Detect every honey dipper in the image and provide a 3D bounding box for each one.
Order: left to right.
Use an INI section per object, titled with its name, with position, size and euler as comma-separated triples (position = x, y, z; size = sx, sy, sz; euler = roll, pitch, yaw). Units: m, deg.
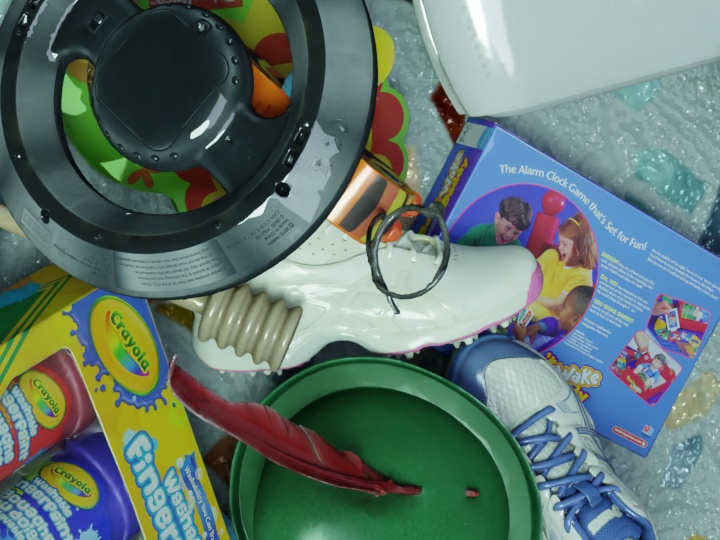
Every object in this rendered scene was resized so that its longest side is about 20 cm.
[honey dipper]
position = -0.128, -0.001, 0.723
size = 0.199, 0.038, 0.038
euler = 22, 94, 1

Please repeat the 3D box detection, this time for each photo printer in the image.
[photo printer]
position = 0.124, -0.184, 0.808
size = 0.199, 0.069, 0.168
euler = -16, 105, -15

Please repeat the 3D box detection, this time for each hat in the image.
[hat]
position = -0.013, 0.138, 0.671
size = 0.199, 0.176, 0.166
euler = 29, 104, 4

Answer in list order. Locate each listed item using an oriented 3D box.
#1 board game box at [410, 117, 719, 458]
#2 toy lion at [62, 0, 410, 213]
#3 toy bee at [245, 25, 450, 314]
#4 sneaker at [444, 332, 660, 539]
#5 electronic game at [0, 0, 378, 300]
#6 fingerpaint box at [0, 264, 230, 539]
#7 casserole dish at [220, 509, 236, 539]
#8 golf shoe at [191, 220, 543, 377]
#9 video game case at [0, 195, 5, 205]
[board game box]
position = 0.123, 0.013, 0.860
size = 0.199, 0.045, 0.135
euler = 28, 91, -21
[toy lion]
position = -0.070, -0.092, 0.774
size = 0.199, 0.069, 0.193
euler = -8, 110, -16
[toy bee]
position = -0.021, -0.046, 0.702
size = 0.130, 0.109, 0.201
euler = -31, 68, 17
[sneaker]
position = 0.122, 0.120, 0.776
size = 0.075, 0.088, 0.201
euler = -37, 102, -11
[electronic game]
position = -0.088, -0.086, 0.655
size = 0.199, 0.042, 0.202
euler = -3, 80, 16
[fingerpaint box]
position = -0.155, 0.121, 0.669
size = 0.167, 0.073, 0.201
euler = -35, 116, -44
[casserole dish]
position = -0.141, 0.166, 0.771
size = 0.200, 0.039, 0.122
euler = 44, 58, -41
[golf shoe]
position = 0.000, 0.000, 0.760
size = 0.199, 0.075, 0.092
euler = -9, 111, 0
[video game case]
position = -0.268, 0.014, 0.711
size = 0.142, 0.017, 0.201
euler = 15, 75, -20
